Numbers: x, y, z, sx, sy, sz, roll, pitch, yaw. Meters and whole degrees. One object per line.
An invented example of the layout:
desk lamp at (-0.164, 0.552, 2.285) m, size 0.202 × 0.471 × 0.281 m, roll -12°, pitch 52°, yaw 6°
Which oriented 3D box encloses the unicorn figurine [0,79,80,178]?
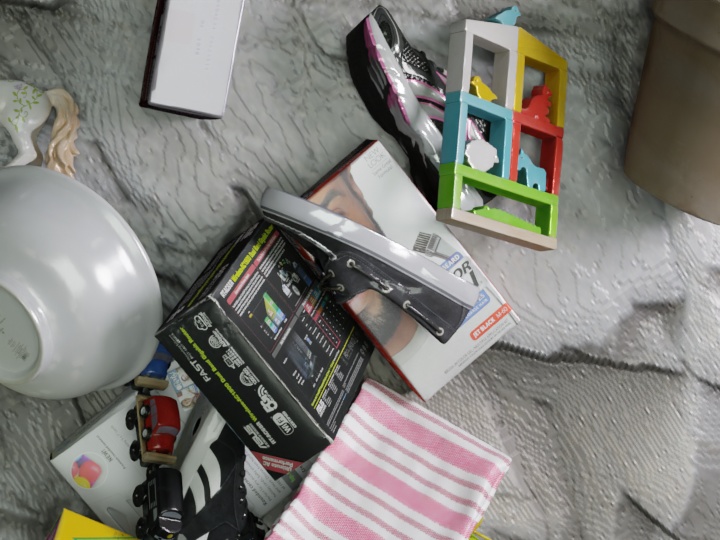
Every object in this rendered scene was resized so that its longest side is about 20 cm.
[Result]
unicorn figurine at (-0.324, -0.131, 1.402) m, size 0.199 × 0.074 × 0.138 m, roll 9°, pitch 92°, yaw -27°

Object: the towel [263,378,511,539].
towel at (0.022, 0.193, 1.421) m, size 0.146 × 0.030 × 0.200 m, roll 29°, pitch 57°, yaw 9°

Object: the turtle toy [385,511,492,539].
turtle toy at (0.042, 0.258, 1.476) m, size 0.146 × 0.101 × 0.200 m, roll -40°, pitch 98°, yaw -28°

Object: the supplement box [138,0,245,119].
supplement box at (-0.134, -0.177, 1.359) m, size 0.061 × 0.200 × 0.109 m, roll 10°, pitch 92°, yaw -9°

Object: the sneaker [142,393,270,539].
sneaker at (-0.104, 0.184, 1.424) m, size 0.112 × 0.073 × 0.200 m, roll 23°, pitch 98°, yaw -14°

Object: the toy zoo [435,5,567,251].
toy zoo at (0.122, -0.127, 1.453) m, size 0.131 × 0.020 × 0.201 m, roll 15°, pitch 75°, yaw -41°

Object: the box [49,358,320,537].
box at (-0.137, 0.152, 1.467) m, size 0.200 × 0.041 × 0.156 m, roll -41°, pitch 99°, yaw -6°

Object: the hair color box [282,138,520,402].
hair color box at (0.031, -0.001, 1.474) m, size 0.111 × 0.064 × 0.200 m, roll -40°, pitch 99°, yaw -4°

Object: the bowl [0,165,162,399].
bowl at (-0.262, 0.026, 1.353) m, size 0.201 × 0.090 × 0.202 m, roll 15°, pitch 123°, yaw 24°

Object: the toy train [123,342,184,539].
toy train at (-0.166, 0.124, 1.389) m, size 0.034 × 0.046 × 0.201 m, roll 14°, pitch 53°, yaw -36°

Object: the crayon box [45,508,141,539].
crayon box at (-0.201, 0.299, 1.403) m, size 0.172 × 0.058 × 0.200 m, roll 25°, pitch 129°, yaw -10°

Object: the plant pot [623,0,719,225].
plant pot at (0.312, -0.136, 1.462) m, size 0.199 × 0.200 × 0.174 m, roll 21°, pitch 106°, yaw -11°

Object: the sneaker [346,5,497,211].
sneaker at (0.063, -0.141, 1.471) m, size 0.086 × 0.080 × 0.200 m, roll -35°, pitch 108°, yaw -18°

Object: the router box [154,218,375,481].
router box at (-0.072, 0.057, 1.386) m, size 0.062 × 0.200 × 0.150 m, roll -34°, pitch 100°, yaw 20°

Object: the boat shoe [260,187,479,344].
boat shoe at (0.000, 0.000, 1.407) m, size 0.200 × 0.070 × 0.066 m, roll 27°, pitch 90°, yaw -18°
